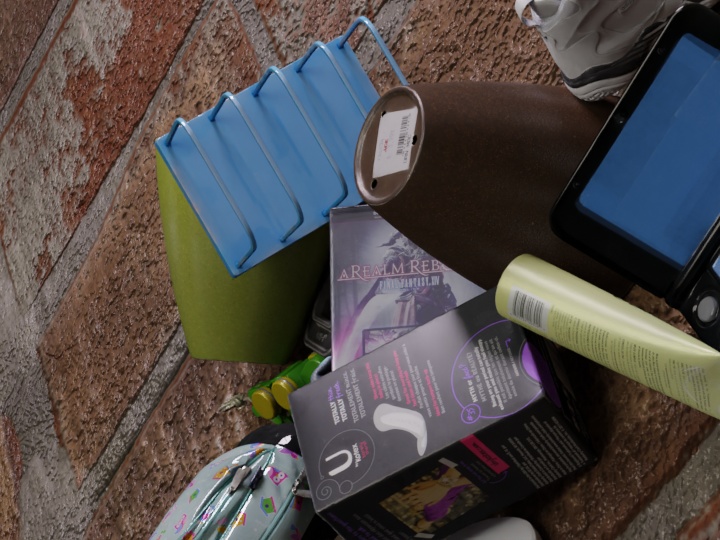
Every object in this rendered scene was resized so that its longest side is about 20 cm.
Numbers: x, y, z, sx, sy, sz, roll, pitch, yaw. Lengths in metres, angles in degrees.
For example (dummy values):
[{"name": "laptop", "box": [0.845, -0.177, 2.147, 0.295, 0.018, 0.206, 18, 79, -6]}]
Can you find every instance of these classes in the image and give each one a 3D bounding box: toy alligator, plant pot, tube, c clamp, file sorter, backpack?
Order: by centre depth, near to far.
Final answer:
[{"name": "tube", "box": [0.187, 0.048, 1.483, 0.199, 0.058, 0.052, 28, 104, 36]}, {"name": "plant pot", "box": [0.101, -0.071, 1.601, 0.187, 0.199, 0.189, -30, 52, 48]}, {"name": "backpack", "box": [-0.108, 0.235, 1.785, 0.200, 0.126, 0.167, -54, 1, -33]}, {"name": "file sorter", "box": [-0.052, -0.110, 1.798, 0.139, 0.199, 0.123, 59, 165, 1]}, {"name": "c clamp", "box": [0.000, 0.000, 1.846, 0.172, 0.027, 0.200, -68, 13, -6]}, {"name": "toy alligator", "box": [-0.068, 0.122, 1.931, 0.054, 0.059, 0.200, 56, 146, -3]}, {"name": "plant pot", "box": [-0.107, -0.015, 1.945, 0.187, 0.186, 0.202, 3, 88, 58]}]

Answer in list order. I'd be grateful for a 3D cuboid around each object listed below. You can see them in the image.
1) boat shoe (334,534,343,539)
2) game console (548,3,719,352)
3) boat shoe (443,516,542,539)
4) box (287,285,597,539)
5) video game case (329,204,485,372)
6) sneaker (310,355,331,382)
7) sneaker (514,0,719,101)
[{"name": "boat shoe", "box": [-0.015, 0.278, 1.757, 0.072, 0.076, 0.200, -54, 1, -26]}, {"name": "game console", "box": [0.250, -0.049, 1.437, 0.201, 0.116, 0.176, -59, 34, 24]}, {"name": "boat shoe", "box": [0.070, 0.268, 1.634, 0.199, 0.068, 0.072, -38, 35, 14]}, {"name": "box", "box": [0.061, 0.121, 1.595, 0.199, 0.106, 0.123, -27, 47, 13]}, {"name": "video game case", "box": [0.045, 0.039, 1.715, 0.141, 0.019, 0.202, -5, 73, 12]}, {"name": "sneaker", "box": [-0.011, 0.105, 1.801, 0.200, 0.095, 0.080, -47, 40, 37]}, {"name": "sneaker", "box": [0.205, -0.229, 1.551, 0.200, 0.115, 0.075, -46, 38, 6]}]
